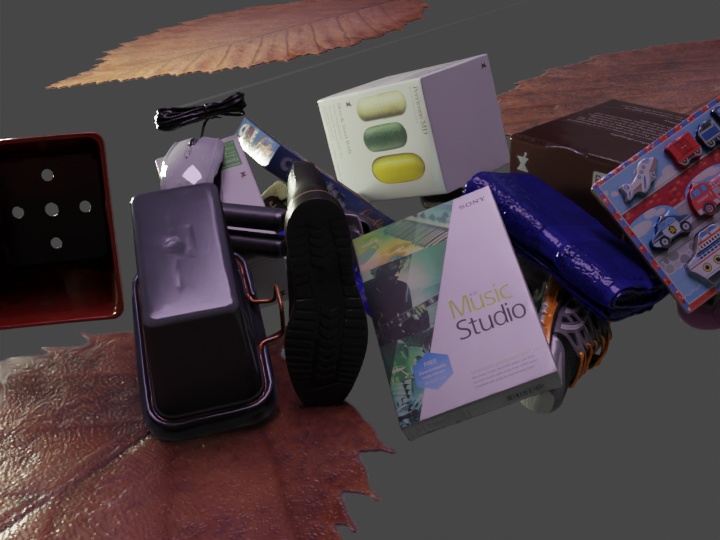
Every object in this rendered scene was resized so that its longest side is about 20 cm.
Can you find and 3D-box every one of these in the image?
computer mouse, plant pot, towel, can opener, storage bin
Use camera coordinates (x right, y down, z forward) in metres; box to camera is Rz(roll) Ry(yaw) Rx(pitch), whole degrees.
[{"bbox_3d":[-0.184,-0.127,1.059,0.107,0.044,0.203,-6,48,2],"label":"computer mouse"},{"bbox_3d":[-0.372,-0.058,1.095,0.195,0.205,0.176,-5,14,-6],"label":"plant pot"},{"bbox_3d":[0.203,-0.025,0.942,0.146,0.050,0.200,-2,38,-51],"label":"towel"},{"bbox_3d":[-0.085,-0.042,0.979,0.196,0.055,0.067,7,16,14],"label":"can opener"},{"bbox_3d":[-0.143,0.024,0.860,0.142,0.136,0.202,-10,50,-9],"label":"storage bin"}]

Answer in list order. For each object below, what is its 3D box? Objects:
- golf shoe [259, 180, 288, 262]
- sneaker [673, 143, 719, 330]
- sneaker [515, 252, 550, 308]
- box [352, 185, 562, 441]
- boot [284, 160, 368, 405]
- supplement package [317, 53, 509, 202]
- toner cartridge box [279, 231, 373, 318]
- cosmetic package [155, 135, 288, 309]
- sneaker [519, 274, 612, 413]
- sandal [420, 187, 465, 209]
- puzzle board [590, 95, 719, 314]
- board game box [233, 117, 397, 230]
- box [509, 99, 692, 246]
[{"bbox_3d":[-0.084,-0.058,1.167,0.196,0.096,0.078,8,25,20],"label":"golf shoe"},{"bbox_3d":[0.363,-0.044,0.989,0.079,0.205,0.088,9,9,8],"label":"sneaker"},{"bbox_3d":[0.137,0.018,0.975,0.070,0.095,0.198,19,32,40],"label":"sneaker"},{"bbox_3d":[0.081,0.034,0.852,0.142,0.036,0.203,-21,56,8],"label":"box"},{"bbox_3d":[-0.038,0.007,0.891,0.076,0.204,0.139,0,23,-8],"label":"boot"},{"bbox_3d":[0.073,-0.190,1.304,0.198,0.155,0.149,-2,19,46],"label":"supplement package"},{"bbox_3d":[0.000,0.000,1.024,0.094,0.044,0.199,18,13,-42],"label":"toner cartridge box"},{"bbox_3d":[-0.155,-0.048,1.071,0.106,0.086,0.202,-19,48,-10],"label":"cosmetic package"},{"bbox_3d":[0.198,0.066,0.896,0.076,0.079,0.201,21,36,8],"label":"sneaker"},{"bbox_3d":[0.163,-0.100,1.274,0.081,0.056,0.198,-22,30,-39],"label":"sandal"},{"bbox_3d":[0.343,-0.075,0.919,0.198,0.017,0.152,-34,75,-10],"label":"puzzle board"},{"bbox_3d":[-0.058,-0.113,1.208,0.198,0.035,0.135,31,6,-34],"label":"board game box"},{"bbox_3d":[0.292,-0.084,1.092,0.198,0.168,0.165,-22,31,-35],"label":"box"}]
